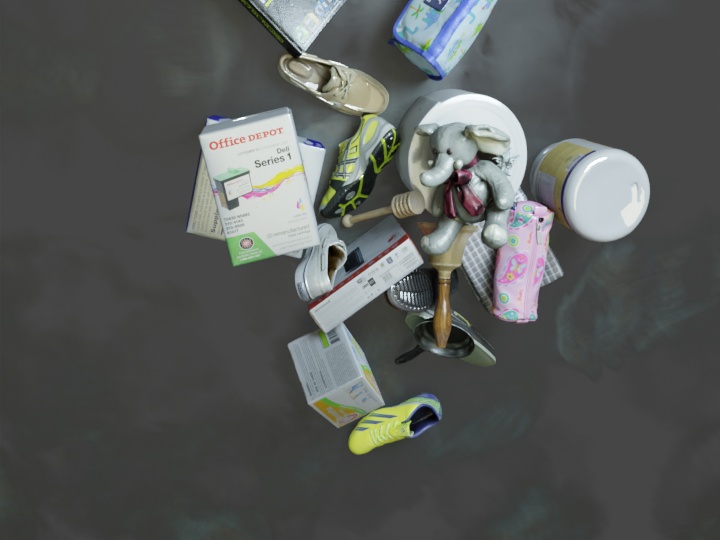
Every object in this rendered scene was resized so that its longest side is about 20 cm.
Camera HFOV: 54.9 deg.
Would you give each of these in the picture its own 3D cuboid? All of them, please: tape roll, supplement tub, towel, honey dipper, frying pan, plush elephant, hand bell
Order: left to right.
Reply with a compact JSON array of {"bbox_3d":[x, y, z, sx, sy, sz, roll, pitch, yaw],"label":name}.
[{"bbox_3d":[0.030,-0.098,1.154,0.037,0.198,0.039,4,83,-36],"label":"honey dipper"},{"bbox_3d":[0.140,0.137,1.256,0.112,0.031,0.191,22,146,-2],"label":"frying pan"},{"bbox_3d":[0.139,0.025,1.156,0.101,0.104,0.207,2,95,-8],"label":"hand bell"},{"bbox_3d":[0.162,-0.193,1.155,0.196,0.140,0.209,-2,108,-7],"label":"tape roll"},{"bbox_3d":[0.147,-0.143,1.016,0.154,0.163,0.203,39,70,-30],"label":"plush elephant"},{"bbox_3d":[0.256,-0.034,1.243,0.163,0.086,0.202,-33,108,4],"label":"towel"},{"bbox_3d":[0.375,-0.141,1.164,0.141,0.200,0.150,-2,107,-7],"label":"supplement tub"}]

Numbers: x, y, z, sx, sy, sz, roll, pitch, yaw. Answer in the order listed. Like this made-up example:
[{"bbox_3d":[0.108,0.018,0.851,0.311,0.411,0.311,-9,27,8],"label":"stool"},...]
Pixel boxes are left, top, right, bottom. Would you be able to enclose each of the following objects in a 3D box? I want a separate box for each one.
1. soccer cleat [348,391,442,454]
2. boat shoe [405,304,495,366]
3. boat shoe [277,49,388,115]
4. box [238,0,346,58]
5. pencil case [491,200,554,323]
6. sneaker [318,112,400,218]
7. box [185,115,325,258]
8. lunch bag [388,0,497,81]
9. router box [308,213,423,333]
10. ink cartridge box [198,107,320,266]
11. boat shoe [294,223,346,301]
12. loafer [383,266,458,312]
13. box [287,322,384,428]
[{"bbox_3d":[0.064,0.297,1.319,0.196,0.084,0.066,-27,109,2],"label":"soccer cleat"},{"bbox_3d":[0.175,0.109,1.285,0.198,0.062,0.072,32,143,-16],"label":"boat shoe"},{"bbox_3d":[-0.043,-0.305,1.134,0.195,0.065,0.074,21,104,-13],"label":"boat shoe"},{"bbox_3d":[-0.103,-0.469,1.060,0.193,0.047,0.201,43,79,-19],"label":"box"},{"bbox_3d":[0.271,-0.016,1.164,0.085,0.088,0.206,3,108,-8],"label":"pencil case"},{"bbox_3d":[-0.011,-0.175,1.182,0.077,0.075,0.201,48,113,23],"label":"sneaker"},{"bbox_3d":[-0.173,-0.140,1.147,0.194,0.105,0.189,13,105,-11],"label":"box"},{"bbox_3d":[0.135,-0.391,1.060,0.126,0.201,0.172,33,102,-16],"label":"lunch bag"},{"bbox_3d":[0.000,0.000,1.171,0.198,0.180,0.049,-36,107,4],"label":"router box"},{"bbox_3d":[-0.151,-0.128,1.053,0.141,0.084,0.206,-13,108,-3],"label":"ink cartridge box"},{"bbox_3d":[-0.053,-0.022,1.145,0.068,0.201,0.073,-12,115,16],"label":"boat shoe"},{"bbox_3d":[0.097,0.034,1.204,0.070,0.197,0.075,-10,87,39],"label":"loafer"},{"bbox_3d":[-0.038,0.184,1.204,0.099,0.201,0.115,-25,64,2],"label":"box"}]
